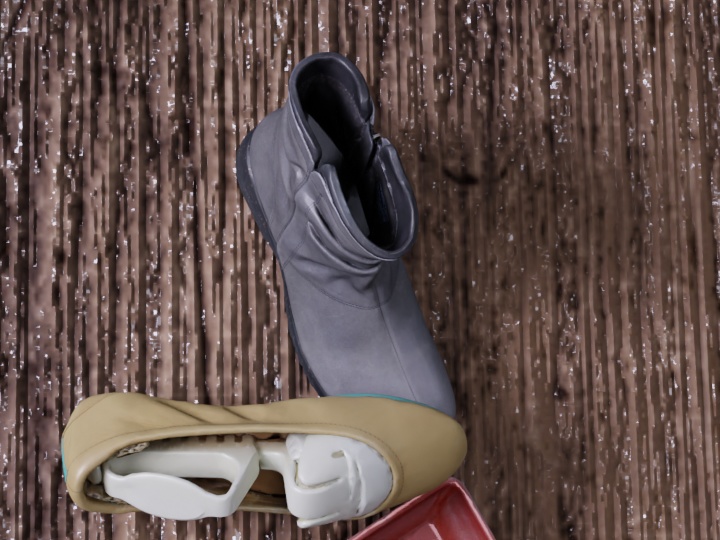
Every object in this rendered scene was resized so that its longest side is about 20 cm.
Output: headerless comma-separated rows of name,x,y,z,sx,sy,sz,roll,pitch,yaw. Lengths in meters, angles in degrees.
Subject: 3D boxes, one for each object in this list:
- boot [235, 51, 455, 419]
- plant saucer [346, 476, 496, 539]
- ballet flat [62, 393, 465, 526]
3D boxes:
boot,0.000,0.000,0.799,0.070,0.132,0.201,-30,91,-18
plant saucer,0.014,0.241,0.819,0.199,0.037,0.201,-31,90,-17
ballet flat,-0.047,0.100,0.783,0.199,0.063,0.069,1,121,0
